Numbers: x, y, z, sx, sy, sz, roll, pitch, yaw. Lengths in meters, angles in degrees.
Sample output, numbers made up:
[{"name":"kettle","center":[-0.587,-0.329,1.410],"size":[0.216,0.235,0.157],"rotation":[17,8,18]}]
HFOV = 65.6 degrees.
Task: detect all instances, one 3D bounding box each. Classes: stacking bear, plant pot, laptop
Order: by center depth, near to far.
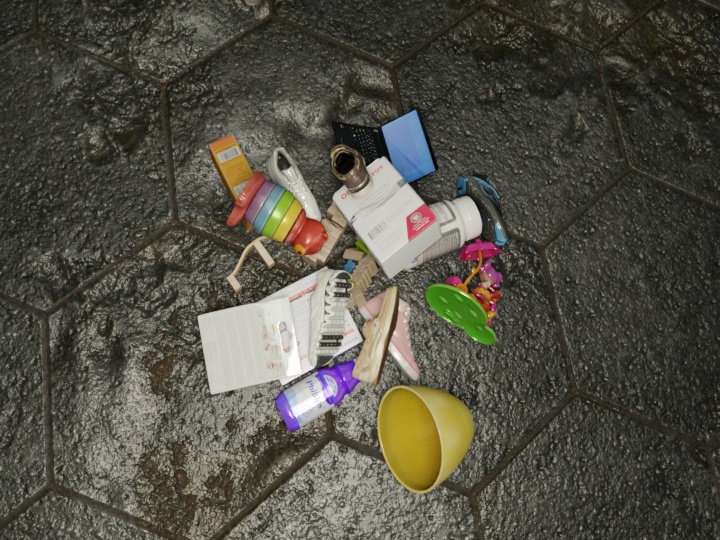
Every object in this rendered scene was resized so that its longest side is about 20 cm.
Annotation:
[{"name":"plant pot","center":[0.146,0.323,1.128],"size":[0.139,0.199,0.206],"rotation":[-5,75,-36]},{"name":"stacking bear","center":[-0.159,-0.105,1.165],"size":[0.197,0.121,0.115],"rotation":[33,53,-10]},{"name":"laptop","center":[0.055,-0.283,1.276],"size":[0.195,0.103,0.182],"rotation":[0,65,-33]}]

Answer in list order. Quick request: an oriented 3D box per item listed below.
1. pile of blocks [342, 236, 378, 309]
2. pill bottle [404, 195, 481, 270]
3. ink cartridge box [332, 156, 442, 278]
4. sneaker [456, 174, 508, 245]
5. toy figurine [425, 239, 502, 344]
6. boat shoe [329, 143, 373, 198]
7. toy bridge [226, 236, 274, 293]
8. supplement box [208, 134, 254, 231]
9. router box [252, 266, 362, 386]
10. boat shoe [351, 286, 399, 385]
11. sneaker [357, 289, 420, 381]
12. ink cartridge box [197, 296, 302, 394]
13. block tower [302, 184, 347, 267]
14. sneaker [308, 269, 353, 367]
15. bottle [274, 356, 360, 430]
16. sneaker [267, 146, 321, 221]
[{"name":"pile of blocks","center":[0.000,0.000,1.237],"size":[0.080,0.063,0.204],"rotation":[13,62,23]},{"name":"pill bottle","center":[0.165,-0.088,1.253],"size":[0.195,0.114,0.116],"rotation":[-21,79,-11]},{"name":"ink cartridge box","center":[0.054,-0.112,1.160],"size":[0.144,0.084,0.201],"rotation":[-36,61,-1]},{"name":"sneaker","center":[0.299,-0.149,1.285],"size":[0.080,0.074,0.204],"rotation":[-11,59,-19]},{"name":"toy figurine","center":[0.265,0.028,1.242],"size":[0.200,0.149,0.186],"rotation":[43,64,-18]},{"name":"boat shoe","center":[-0.029,-0.222,1.161],"size":[0.071,0.060,0.202],"rotation":[-34,37,8]},{"name":"toy bridge","center":[-0.215,-0.038,1.239],"size":[0.198,0.027,0.068],"rotation":[-39,82,-14]},{"name":"supplement box","center":[-0.269,-0.195,1.252],"size":[0.067,0.067,0.204],"rotation":[-24,81,-15]},{"name":"router box","center":[-0.120,0.119,1.201],"size":[0.196,0.049,0.183],"rotation":[-26,81,-12]},{"name":"boat shoe","center":[0.032,0.126,1.142],"size":[0.063,0.071,0.206],"rotation":[14,80,15]},{"name":"sneaker","center":[0.089,0.132,1.209],"size":[0.104,0.076,0.202],"rotation":[-35,78,-8]},{"name":"ink cartridge box","center":[-0.226,0.153,1.155],"size":[0.194,0.047,0.165],"rotation":[-12,85,1]},{"name":"block tower","center":[-0.060,-0.103,1.260],"size":[0.053,0.058,0.203],"rotation":[29,77,1]},{"name":"sneaker","center":[-0.074,0.096,1.156],"size":[0.080,0.074,0.206],"rotation":[13,88,42]},{"name":"bottle","center":[-0.078,0.251,1.165],"size":[0.196,0.065,0.085],"rotation":[-28,80,-12]},{"name":"sneaker","center":[-0.151,-0.184,1.252],"size":[0.074,0.087,0.203],"rotation":[-32,83,-14]}]
